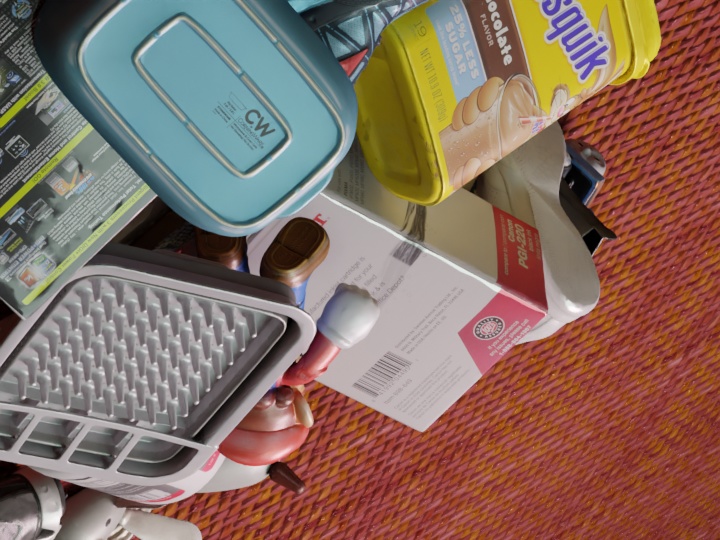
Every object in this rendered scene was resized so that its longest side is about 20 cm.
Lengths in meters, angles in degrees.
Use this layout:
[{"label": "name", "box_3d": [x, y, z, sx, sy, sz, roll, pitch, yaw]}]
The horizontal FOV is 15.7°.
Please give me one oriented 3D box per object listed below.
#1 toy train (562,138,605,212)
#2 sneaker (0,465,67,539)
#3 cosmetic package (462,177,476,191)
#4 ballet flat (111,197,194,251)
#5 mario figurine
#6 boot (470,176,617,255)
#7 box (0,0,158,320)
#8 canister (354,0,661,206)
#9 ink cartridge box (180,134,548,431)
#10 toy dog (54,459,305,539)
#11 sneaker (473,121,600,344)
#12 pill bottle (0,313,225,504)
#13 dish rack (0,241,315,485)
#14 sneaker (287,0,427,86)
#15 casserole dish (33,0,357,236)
[{"label": "toy train", "box_3d": [0.117, -0.023, 1.973, 0.114, 0.087, 0.201, -24, 150, -51]}, {"label": "sneaker", "box_3d": [-0.278, 0.218, 1.824, 0.090, 0.067, 0.201, -10, 138, -44]}, {"label": "cosmetic package", "box_3d": [0.024, -0.074, 1.758, 0.105, 0.071, 0.201, -19, 148, -38]}, {"label": "ballet flat", "box_3d": [-0.118, -0.050, 1.591, 0.200, 0.072, 0.072, -40, 156, 1]}, {"label": "mario figurine", "box_3d": [-0.063, 0.032, 1.620, 0.106, 0.123, 0.201, -29, 146, -27]}, {"label": "boot", "box_3d": [0.077, -0.006, 1.867, 0.200, 0.139, 0.077, -51, 153, 23]}, {"label": "box", "box_3d": [-0.165, -0.096, 1.382, 0.200, 0.044, 0.160, -43, 120, 6]}, {"label": "canister", "box_3d": [0.083, -0.148, 1.620, 0.200, 0.086, 0.149, -35, 123, -29]}, {"label": "ink cartridge box", "box_3d": [0.000, 0.000, 1.693, 0.199, 0.085, 0.146, 26, 128, -26]}, {"label": "toy dog", "box_3d": [-0.121, 0.163, 1.915, 0.200, 0.096, 0.132, -42, 155, 3]}, {"label": "sneaker", "box_3d": [0.098, -0.045, 1.796, 0.075, 0.201, 0.088, 13, 145, -39]}, {"label": "pill bottle", "box_3d": [-0.170, 0.086, 1.698, 0.111, 0.111, 0.200, -44, 156, 8]}, {"label": "dish rack", "box_3d": [-0.138, 0.050, 1.527, 0.171, 0.044, 0.200, 14, 139, -28]}, {"label": "sneaker", "box_3d": [-0.037, -0.118, 1.490, 0.199, 0.096, 0.079, -26, -163, -15]}, {"label": "casserole dish", "box_3d": [-0.080, -0.096, 1.361, 0.121, 0.039, 0.200, -40, 120, 4]}]
